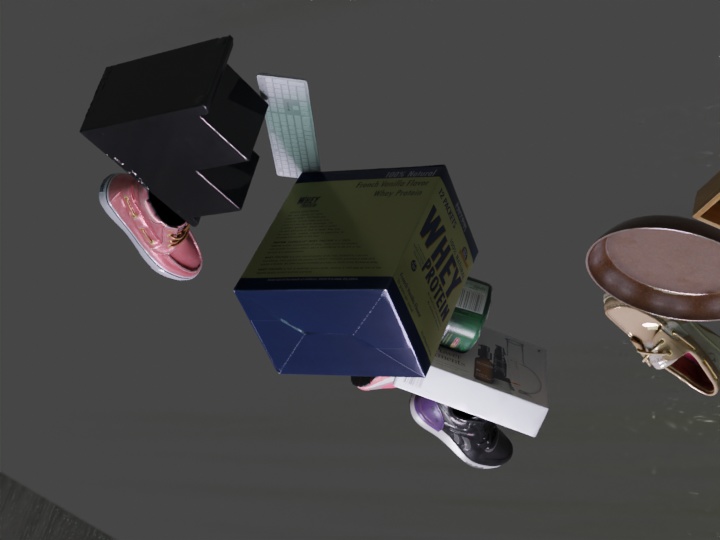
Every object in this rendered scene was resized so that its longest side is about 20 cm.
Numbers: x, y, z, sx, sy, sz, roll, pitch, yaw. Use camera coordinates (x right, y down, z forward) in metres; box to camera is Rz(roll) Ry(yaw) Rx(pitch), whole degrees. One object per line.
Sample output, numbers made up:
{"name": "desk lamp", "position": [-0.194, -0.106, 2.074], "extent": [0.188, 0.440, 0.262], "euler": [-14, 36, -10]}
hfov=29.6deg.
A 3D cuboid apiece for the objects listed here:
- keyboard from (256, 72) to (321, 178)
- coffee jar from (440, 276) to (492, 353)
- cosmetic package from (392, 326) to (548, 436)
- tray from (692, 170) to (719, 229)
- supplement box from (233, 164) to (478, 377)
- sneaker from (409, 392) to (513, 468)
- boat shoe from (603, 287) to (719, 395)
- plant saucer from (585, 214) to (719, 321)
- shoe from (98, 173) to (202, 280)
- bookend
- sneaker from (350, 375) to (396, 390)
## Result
{"name": "keyboard", "position": [-0.078, -0.158, 1.535], "extent": [0.055, 0.011, 0.201], "euler": [13, 154, 11]}
{"name": "coffee jar", "position": [0.061, 0.031, 1.723], "extent": [0.197, 0.086, 0.104], "euler": [20, 159, -2]}
{"name": "cosmetic package", "position": [0.147, 0.126, 1.784], "extent": [0.197, 0.151, 0.052], "euler": [20, 115, -4]}
{"name": "tray", "position": [0.413, -0.089, 1.319], "extent": [0.097, 0.037, 0.200], "euler": [21, 155, -6]}
{"name": "supplement box", "position": [0.000, 0.000, 1.535], "extent": [0.197, 0.201, 0.135], "euler": [-1, 133, 29]}
{"name": "sneaker", "position": [0.172, 0.239, 2.074], "extent": [0.199, 0.077, 0.087], "euler": [32, 145, -26]}
{"name": "boat shoe", "position": [0.372, 0.088, 1.649], "extent": [0.198, 0.070, 0.073], "euler": [29, 152, -21]}
{"name": "plant saucer", "position": [0.352, -0.006, 1.522], "extent": [0.197, 0.035, 0.201], "euler": [15, 153, 8]}
{"name": "shoe", "position": [-0.251, -0.053, 1.780], "extent": [0.090, 0.072, 0.200], "euler": [4, 146, 39]}
{"name": "bookend", "position": [-0.169, -0.149, 1.519], "extent": [0.198, 0.093, 0.198], "euler": [-6, 145, 39]}
{"name": "sneaker", "position": [0.062, 0.147, 1.962], "extent": [0.086, 0.075, 0.199], "euler": [31, 151, -28]}
